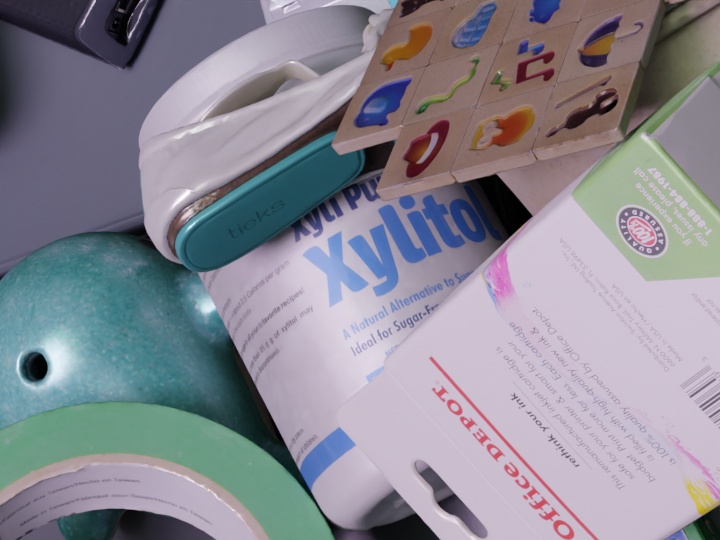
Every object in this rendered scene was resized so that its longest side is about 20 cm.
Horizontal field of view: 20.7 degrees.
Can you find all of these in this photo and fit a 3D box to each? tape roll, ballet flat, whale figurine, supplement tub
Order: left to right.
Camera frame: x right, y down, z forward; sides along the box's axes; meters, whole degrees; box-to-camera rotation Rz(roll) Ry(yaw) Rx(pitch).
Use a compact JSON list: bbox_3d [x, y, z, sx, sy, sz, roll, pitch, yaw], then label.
[{"bbox_3d":[-0.103,0.153,0.819,0.199,0.048,0.201,2,60,-4],"label":"tape roll"},{"bbox_3d":[-0.101,0.067,0.924,0.200,0.104,0.159,40,102,21],"label":"whale figurine"},{"bbox_3d":[-0.001,-0.069,0.794,0.199,0.069,0.070,-26,75,-8],"label":"ballet flat"},{"bbox_3d":[0.000,0.000,0.869,0.132,0.132,0.201,-34,75,18],"label":"supplement tub"}]

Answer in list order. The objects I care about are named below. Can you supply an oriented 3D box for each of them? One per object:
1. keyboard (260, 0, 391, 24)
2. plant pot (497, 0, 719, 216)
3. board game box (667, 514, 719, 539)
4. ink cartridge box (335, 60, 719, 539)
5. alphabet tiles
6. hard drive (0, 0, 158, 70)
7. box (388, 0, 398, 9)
[{"bbox_3d":[0.044,-0.140,0.926,0.199,0.011,0.057,-20,84,22],"label":"keyboard"},{"bbox_3d":[0.174,-0.017,0.774,0.200,0.200,0.184,-32,85,19],"label":"plant pot"},{"bbox_3d":[0.084,0.188,0.875,0.200,0.029,0.135,-32,76,19],"label":"board game box"},{"bbox_3d":[0.091,0.033,0.706,0.117,0.067,0.200,48,134,1],"label":"ink cartridge box"},{"bbox_3d":[0.075,-0.107,0.717,0.167,0.008,0.200,-13,41,37],"label":"alphabet tiles"},{"bbox_3d":[-0.140,-0.216,0.993,0.135,0.042,0.201,23,96,23],"label":"hard drive"},{"bbox_3d":[0.034,-0.154,0.880,0.049,0.082,0.201,-28,81,22],"label":"box"}]
